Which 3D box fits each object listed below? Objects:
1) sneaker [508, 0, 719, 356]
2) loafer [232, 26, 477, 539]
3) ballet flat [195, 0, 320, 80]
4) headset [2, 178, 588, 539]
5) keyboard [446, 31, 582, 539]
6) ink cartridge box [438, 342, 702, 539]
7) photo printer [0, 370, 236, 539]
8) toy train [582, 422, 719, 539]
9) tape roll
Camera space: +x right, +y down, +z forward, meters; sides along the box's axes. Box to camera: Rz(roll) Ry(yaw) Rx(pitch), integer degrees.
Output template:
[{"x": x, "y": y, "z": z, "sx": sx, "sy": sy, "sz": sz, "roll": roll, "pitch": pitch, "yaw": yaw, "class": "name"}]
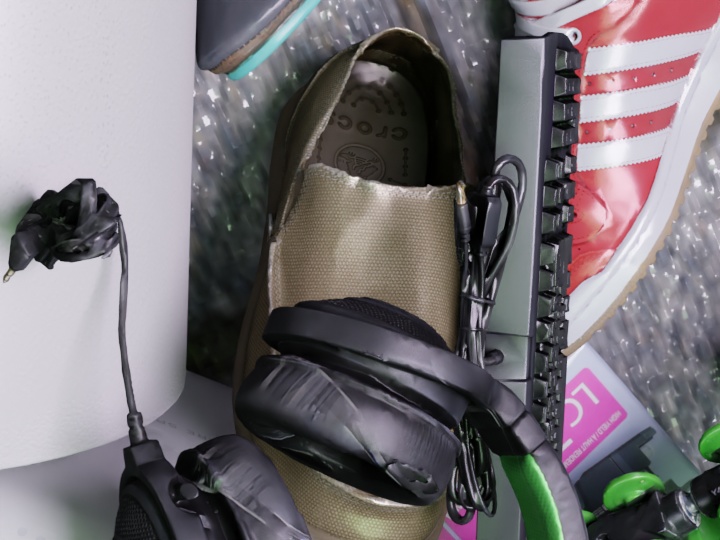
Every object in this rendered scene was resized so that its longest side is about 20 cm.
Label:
[{"x": 0.071, "y": -0.074, "z": 0.776, "sx": 0.112, "sy": 0.071, "sz": 0.201, "roll": 27, "pitch": 89, "yaw": -24, "class": "sneaker"}, {"x": 0.000, "y": 0.000, "z": 0.716, "sx": 0.075, "sy": 0.201, "sz": 0.068, "roll": 6, "pitch": 143, "yaw": -14, "class": "loafer"}, {"x": -0.009, "y": -0.144, "z": 0.708, "sx": 0.073, "sy": 0.073, "sz": 0.200, "roll": 52, "pitch": 56, "yaw": -21, "class": "ballet flat"}, {"x": -0.017, "y": 0.055, "z": 0.582, "sx": 0.200, "sy": 0.094, "sz": 0.124, "roll": 47, "pitch": 72, "yaw": -10, "class": "headset"}, {"x": 0.051, "y": 0.026, "z": 0.690, "sx": 0.020, "sy": 0.127, "sz": 0.202, "roll": 4, "pitch": 96, "yaw": 19, "class": "keyboard"}, {"x": 0.098, "y": 0.130, "z": 0.856, "sx": 0.119, "sy": 0.042, "sz": 0.200, "roll": -42, "pitch": 112, "yaw": -1, "class": "ink cartridge box"}, {"x": -0.068, "y": 0.092, "z": 0.705, "sx": 0.165, "sy": 0.200, "sz": 0.070, "roll": 22, "pitch": 105, "yaw": -11, "class": "photo printer"}, {"x": 0.100, "y": 0.101, "z": 0.774, "sx": 0.199, "sy": 0.042, "sz": 0.056, "roll": -34, "pitch": 133, "yaw": 25, "class": "toy train"}, {"x": -0.149, "y": -0.034, "z": 0.659, "sx": 0.201, "sy": 0.203, "sz": 0.140, "roll": -1, "pitch": 104, "yaw": -15, "class": "tape roll"}]
